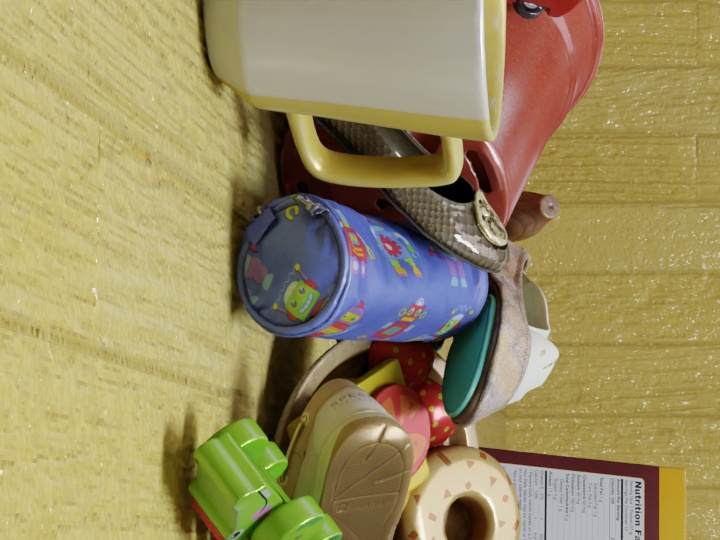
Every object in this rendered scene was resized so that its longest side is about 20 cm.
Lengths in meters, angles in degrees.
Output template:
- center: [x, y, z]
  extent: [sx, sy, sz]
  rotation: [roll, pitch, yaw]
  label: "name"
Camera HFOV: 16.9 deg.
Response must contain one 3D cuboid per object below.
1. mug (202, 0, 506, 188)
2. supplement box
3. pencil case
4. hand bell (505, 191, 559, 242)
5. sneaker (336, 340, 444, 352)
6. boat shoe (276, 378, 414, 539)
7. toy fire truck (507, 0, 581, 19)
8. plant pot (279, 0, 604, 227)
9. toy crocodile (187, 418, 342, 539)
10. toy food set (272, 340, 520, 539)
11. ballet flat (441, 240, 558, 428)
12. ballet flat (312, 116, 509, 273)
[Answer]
- center: [-0.002, -0.126, 1.308]
  extent: [0.149, 0.153, 0.187]
  rotation: [-59, 149, -76]
  label: "mug"
- center: [0.101, 0.215, 1.687]
  extent: [0.197, 0.200, 0.133]
  rotation: [127, -32, -66]
  label: "supplement box"
- center: [0.000, 0.000, 1.426]
  extent: [0.087, 0.078, 0.200]
  rotation: [56, 21, 19]
  label: "pencil case"
- center: [0.074, -0.028, 1.670]
  extent: [0.200, 0.104, 0.104]
  rotation: [-18, -112, 57]
  label: "hand bell"
- center: [-0.004, 0.004, 1.641]
  extent: [0.085, 0.077, 0.200]
  rotation: [121, -30, -42]
  label: "sneaker"
- center: [-0.021, 0.151, 1.401]
  extent: [0.069, 0.074, 0.200]
  rotation: [57, -44, 48]
  label: "boat shoe"
- center: [0.049, -0.244, 1.513]
  extent: [0.049, 0.200, 0.141]
  rotation: [130, -32, -55]
  label: "toy fire truck"
- center: [0.043, -0.110, 1.570]
  extent: [0.195, 0.200, 0.201]
  rotation: [-69, 158, -50]
  label: "plant pot"
- center: [-0.056, 0.126, 1.267]
  extent: [0.068, 0.062, 0.200]
  rotation: [52, -4, 15]
  label: "toy crocodile"
- center: [0.016, 0.137, 1.510]
  extent: [0.198, 0.049, 0.200]
  rotation: [-33, 114, -42]
  label: "toy food set"
- center: [0.091, 0.038, 1.538]
  extent: [0.068, 0.067, 0.200]
  rotation: [-56, -163, 32]
  label: "ballet flat"
- center: [0.020, -0.075, 1.430]
  extent: [0.200, 0.046, 0.067]
  rotation: [43, 15, -10]
  label: "ballet flat"
